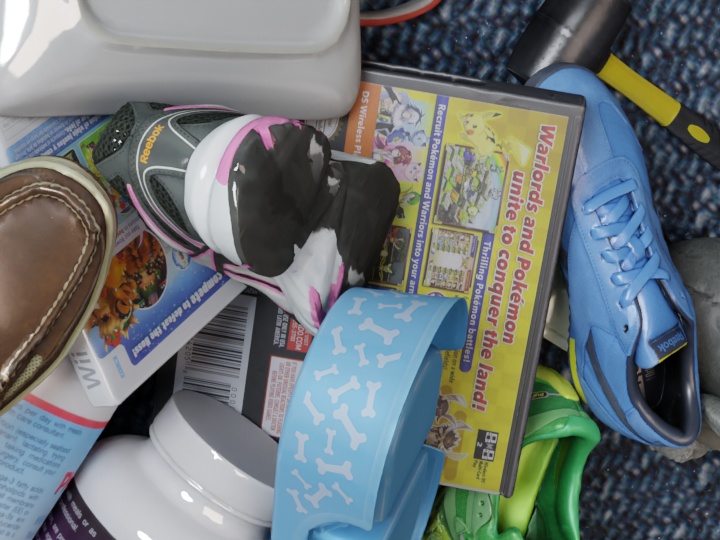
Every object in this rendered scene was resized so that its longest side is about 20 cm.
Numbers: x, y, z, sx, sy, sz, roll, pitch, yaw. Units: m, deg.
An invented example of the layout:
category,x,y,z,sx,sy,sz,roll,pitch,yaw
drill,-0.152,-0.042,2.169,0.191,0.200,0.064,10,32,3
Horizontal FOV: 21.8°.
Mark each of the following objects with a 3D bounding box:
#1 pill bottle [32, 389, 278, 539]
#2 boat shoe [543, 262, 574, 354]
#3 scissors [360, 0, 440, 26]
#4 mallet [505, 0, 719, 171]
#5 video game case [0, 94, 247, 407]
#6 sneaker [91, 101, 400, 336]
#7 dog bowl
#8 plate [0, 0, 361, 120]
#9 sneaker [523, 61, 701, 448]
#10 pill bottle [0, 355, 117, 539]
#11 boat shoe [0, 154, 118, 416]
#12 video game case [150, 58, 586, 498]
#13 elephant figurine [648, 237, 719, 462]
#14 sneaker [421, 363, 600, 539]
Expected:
category,x,y,z,sx,sy,sz,roll,pitch,yaw
pill bottle,-0.114,0.157,0.877,0.112,0.112,0.200,30,102,-32
boat shoe,0.067,-0.020,0.947,0.200,0.062,0.073,36,94,-32
scissors,0.069,-0.166,0.924,0.200,0.014,0.073,-11,111,-24
mallet,0.164,-0.095,0.985,0.200,0.041,0.066,21,101,-35
video game case,-0.104,-0.065,0.780,0.143,0.018,0.200,-45,121,-47
sneaker,-0.046,-0.031,0.780,0.080,0.086,0.200,-65,160,-10
dog bowl,0.000,0.088,0.826,0.200,0.050,0.112,95,18,-46
plate,-0.066,-0.161,0.757,0.200,0.032,0.200,-4,97,-43
sneaker,0.128,-0.005,0.901,0.066,0.078,0.200,-24,115,-16
pill bottle,-0.175,0.066,0.829,0.109,0.109,0.200,32,93,-32
boat shoe,-0.168,0.043,0.716,0.075,0.075,0.202,39,108,-11
video game case,0.000,0.000,0.884,0.181,0.026,0.200,10,110,4
elephant figurine,0.236,0.061,0.979,0.155,0.200,0.142,0,108,-27
sneaker,0.061,0.146,0.956,0.074,0.084,0.200,15,101,-31
